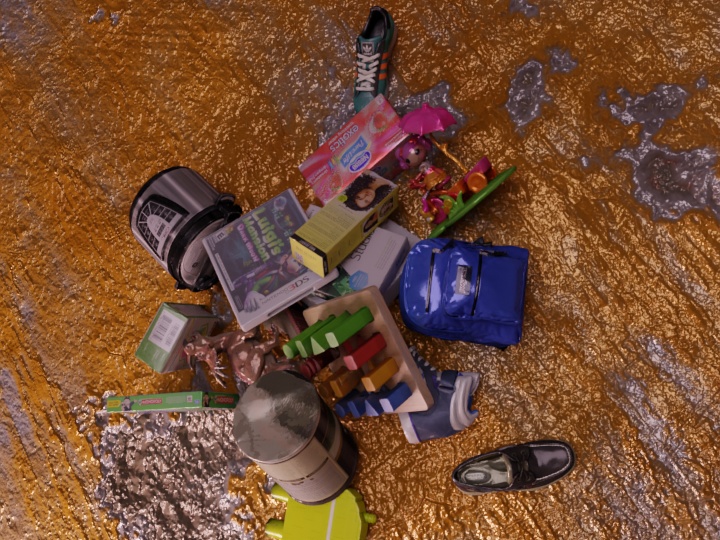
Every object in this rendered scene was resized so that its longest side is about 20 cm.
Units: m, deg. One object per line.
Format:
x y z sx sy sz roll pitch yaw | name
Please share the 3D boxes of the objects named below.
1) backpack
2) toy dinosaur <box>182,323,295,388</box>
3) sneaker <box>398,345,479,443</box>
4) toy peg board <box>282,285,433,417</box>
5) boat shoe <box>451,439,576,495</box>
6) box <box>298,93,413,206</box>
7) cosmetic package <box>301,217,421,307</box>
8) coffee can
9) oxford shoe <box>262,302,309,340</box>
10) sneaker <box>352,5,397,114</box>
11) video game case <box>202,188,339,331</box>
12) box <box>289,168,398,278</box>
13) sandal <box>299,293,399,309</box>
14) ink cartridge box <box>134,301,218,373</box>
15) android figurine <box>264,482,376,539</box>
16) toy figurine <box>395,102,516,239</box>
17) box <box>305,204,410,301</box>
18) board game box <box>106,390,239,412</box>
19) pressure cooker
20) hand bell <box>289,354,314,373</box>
0.159 0.023 1.204 0.194 0.168 0.167 8 76 4 | backpack
-0.190 0.152 1.287 0.198 0.086 0.136 29 69 30 | toy dinosaur
0.121 0.170 1.256 0.143 0.081 0.205 -19 71 10 | sneaker
-0.018 0.151 1.190 0.198 0.097 0.203 -19 100 53 | toy peg board
0.235 0.308 1.187 0.196 0.066 0.074 -16 74 17 | boat shoe
0.002 -0.197 1.361 0.199 0.094 0.104 -39 70 10 | box
0.000 0.000 1.309 0.149 0.052 0.201 33 72 24 | cosmetic package
-0.100 0.272 1.229 0.143 0.201 0.149 -10 54 14 | coffee can
-0.129 0.091 1.352 0.075 0.070 0.201 -51 39 12 | oxford shoe
0.017 -0.381 1.398 0.070 0.080 0.206 7 82 21 | sneaker
-0.153 -0.023 1.277 0.179 0.024 0.202 -30 56 -3 | video game case
-0.023 -0.081 1.249 0.074 0.051 0.200 29 57 25 | box
-0.009 0.046 1.344 0.195 0.048 0.077 -9 60 6 | sandal
-0.316 0.118 1.373 0.058 0.200 0.105 30 91 10 | ink cartridge box
-0.066 0.422 1.294 0.195 0.041 0.187 4 80 24 | android figurine
0.125 -0.175 1.261 0.199 0.150 0.185 -40 89 35 | toy figurine
-0.034 -0.019 1.276 0.196 0.037 0.146 19 66 26 | box
-0.335 0.239 1.383 0.195 0.134 0.030 -6 77 19 | board game box
-0.305 -0.073 1.413 0.178 0.177 0.199 -39 66 -23 | pressure cooker
-0.088 0.151 1.347 0.200 0.104 0.104 -44 68 -6 | hand bell
